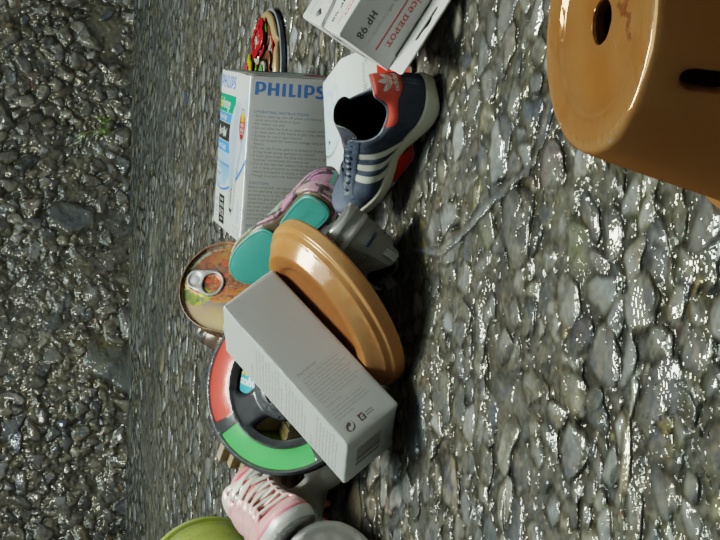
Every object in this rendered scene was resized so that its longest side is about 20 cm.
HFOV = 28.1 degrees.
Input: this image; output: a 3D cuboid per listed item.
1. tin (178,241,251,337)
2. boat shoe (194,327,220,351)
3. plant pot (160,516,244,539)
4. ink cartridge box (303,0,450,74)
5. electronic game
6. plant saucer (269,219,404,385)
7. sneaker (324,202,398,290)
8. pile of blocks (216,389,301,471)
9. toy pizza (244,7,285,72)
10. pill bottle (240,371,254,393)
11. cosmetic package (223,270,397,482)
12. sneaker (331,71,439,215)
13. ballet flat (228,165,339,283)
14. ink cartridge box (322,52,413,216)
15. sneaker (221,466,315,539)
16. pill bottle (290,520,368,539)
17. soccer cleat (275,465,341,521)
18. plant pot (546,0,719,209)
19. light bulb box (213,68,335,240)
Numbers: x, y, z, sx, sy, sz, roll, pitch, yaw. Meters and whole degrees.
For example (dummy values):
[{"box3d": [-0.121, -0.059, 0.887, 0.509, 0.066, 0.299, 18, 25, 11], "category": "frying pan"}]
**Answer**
[{"box3d": [-0.118, 0.033, 1.684, 0.042, 0.197, 0.113, 63, -136, -61], "category": "tin"}, {"box3d": [-0.154, 0.020, 1.913, 0.201, 0.064, 0.073, -62, -3, -28], "category": "boat shoe"}, {"box3d": [-0.162, 0.425, 1.835, 0.184, 0.198, 0.204, -5, 82, 62], "category": "plant pot"}, {"box3d": [0.019, -0.271, 1.422, 0.117, 0.066, 0.200, -57, 21, 5], "category": "ink cartridge box"}, {"box3d": [-0.081, 0.127, 1.599, 0.042, 0.197, 0.203, 31, -125, -67], "category": "electronic game"}, {"box3d": [-0.032, 0.040, 1.477, 0.200, 0.037, 0.201, 46, 160, 22], "category": "plant saucer"}, {"box3d": [0.000, 0.000, 1.508, 0.075, 0.082, 0.200, -52, -8, -10], "category": "sneaker"}, {"box3d": [-0.085, 0.166, 1.655, 0.200, 0.082, 0.062, -48, 41, 11], "category": "pile of blocks"}, {"box3d": [-0.148, -0.286, 2.124, 0.200, 0.031, 0.204, -177, 90, -73], "category": "toy pizza"}, {"box3d": [-0.099, 0.141, 1.759, 0.111, 0.109, 0.203, -146, 60, -71], "category": "pill bottle"}, {"box3d": [-0.054, 0.109, 1.479, 0.200, 0.071, 0.102, 46, 157, 20], "category": "cosmetic package"}, {"box3d": [0.000, -0.130, 1.451, 0.201, 0.083, 0.076, -56, 39, 42], "category": "sneaker"}, {"box3d": [-0.078, -0.053, 1.623, 0.200, 0.069, 0.072, -42, 14, 45], "category": "ballet flat"}, {"box3d": [0.006, -0.163, 1.556, 0.200, 0.047, 0.163, 135, 135, -69], "category": "ink cartridge box"}, {"box3d": [-0.109, 0.262, 1.592, 0.105, 0.075, 0.200, 55, 164, 11], "category": "sneaker"}, {"box3d": [-0.055, 0.354, 1.574, 0.200, 0.111, 0.114, 123, 146, -58], "category": "pill bottle"}, {"box3d": [-0.067, 0.252, 1.689, 0.201, 0.076, 0.070, 116, 151, -54], "category": "soccer cleat"}, {"box3d": [0.189, -0.128, 0.774, 0.200, 0.138, 0.203, -177, 90, -74], "category": "plant pot"}, {"box3d": [-0.104, -0.145, 1.793, 0.198, 0.123, 0.203, -149, 62, -72], "category": "light bulb box"}]
